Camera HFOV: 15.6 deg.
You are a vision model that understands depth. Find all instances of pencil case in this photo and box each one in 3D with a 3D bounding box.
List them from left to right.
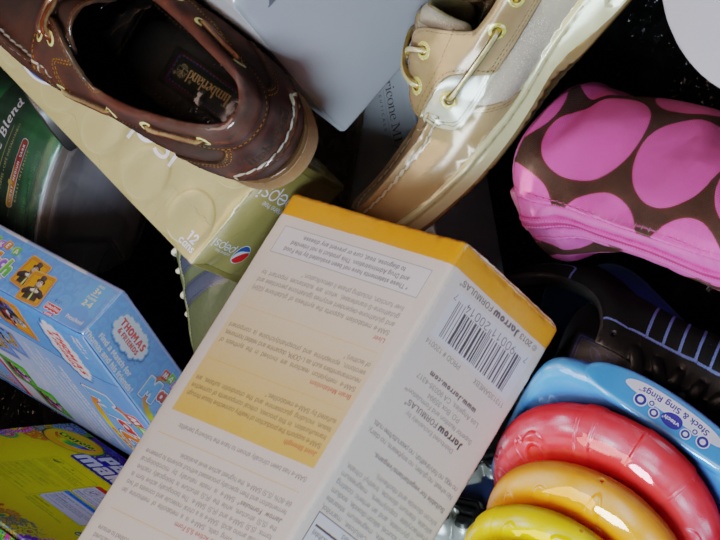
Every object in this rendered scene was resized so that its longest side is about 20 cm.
[{"bbox_3d":[0.151,-0.022,1.112,0.200,0.094,0.091,19,144,48],"label":"pencil case"}]

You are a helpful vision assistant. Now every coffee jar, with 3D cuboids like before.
[{"bbox_3d":[-0.204,-0.077,1.481,0.200,0.085,0.105,30,111,41],"label":"coffee jar"}]

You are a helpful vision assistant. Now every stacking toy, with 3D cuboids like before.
[{"bbox_3d":[0.070,0.141,1.072,0.116,0.200,0.110,34,143,9],"label":"stacking toy"}]

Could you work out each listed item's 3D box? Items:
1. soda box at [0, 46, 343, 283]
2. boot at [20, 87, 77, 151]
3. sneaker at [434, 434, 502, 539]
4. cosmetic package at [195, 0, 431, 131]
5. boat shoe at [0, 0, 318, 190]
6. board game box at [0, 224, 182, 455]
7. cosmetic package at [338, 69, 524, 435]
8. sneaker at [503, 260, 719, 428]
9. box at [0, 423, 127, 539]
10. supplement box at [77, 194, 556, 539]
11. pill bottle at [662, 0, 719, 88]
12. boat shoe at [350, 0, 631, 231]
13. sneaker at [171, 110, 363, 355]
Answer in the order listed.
[{"bbox_3d":[-0.103,-0.082,1.229,0.068,0.064,0.200,-49,62,8],"label":"soda box"},{"bbox_3d":[-0.102,-0.153,1.360,0.174,0.069,0.200,-34,37,4],"label":"boot"},{"bbox_3d":[0.011,0.124,1.221,0.089,0.199,0.079,87,-169,-49],"label":"sneaker"},{"bbox_3d":[-0.026,-0.209,1.217,0.200,0.123,0.200,-48,51,-3],"label":"cosmetic package"},{"bbox_3d":[-0.106,-0.104,1.161,0.199,0.070,0.071,29,92,29],"label":"boat shoe"},{"bbox_3d":[-0.164,0.035,1.411,0.200,0.152,0.037,27,68,42],"label":"board game box"},{"bbox_3d":[0.000,0.000,1.302,0.150,0.052,0.201,-18,78,42],"label":"cosmetic package"},{"bbox_3d":[0.135,0.055,1.146,0.200,0.078,0.070,32,113,40],"label":"sneaker"},{"bbox_3d":[-0.159,0.210,1.386,0.200,0.122,0.194,29,114,44],"label":"box"},{"bbox_3d":[-0.023,0.078,1.123,0.126,0.073,0.201,18,72,50],"label":"supplement box"},{"bbox_3d":[0.209,-0.108,0.980,0.113,0.199,0.114,1,92,45],"label":"pill bottle"},{"bbox_3d":[0.054,-0.098,1.171,0.066,0.074,0.200,37,105,-10],"label":"boat shoe"},{"bbox_3d":[-0.058,-0.014,1.278,0.090,0.067,0.201,12,91,41],"label":"sneaker"}]
